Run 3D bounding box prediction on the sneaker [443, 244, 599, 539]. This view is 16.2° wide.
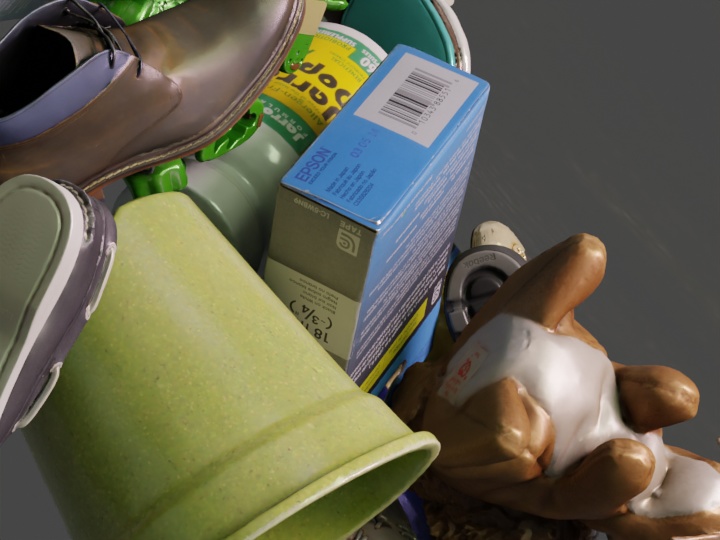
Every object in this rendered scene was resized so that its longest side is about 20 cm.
[{"bbox_3d":[0.101,0.080,1.493,0.079,0.075,0.201,-34,112,-83],"label":"sneaker"}]

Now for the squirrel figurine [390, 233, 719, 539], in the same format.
[{"bbox_3d":[0.116,0.111,1.396,0.186,0.200,0.142,37,51,-19],"label":"squirrel figurine"}]

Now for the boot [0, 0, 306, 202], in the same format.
[{"bbox_3d":[-0.112,-0.100,1.243,0.075,0.200,0.097,46,-12,24],"label":"boot"}]

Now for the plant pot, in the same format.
[{"bbox_3d":[-0.092,0.070,1.273,0.200,0.200,0.185,-18,69,-52],"label":"plant pot"}]

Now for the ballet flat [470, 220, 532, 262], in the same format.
[{"bbox_3d":[0.128,0.056,1.555,0.066,0.057,0.201,-28,89,-55],"label":"ballet flat"}]

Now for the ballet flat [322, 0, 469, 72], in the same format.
[{"bbox_3d":[0.005,-0.166,1.550,0.200,0.070,0.069,39,28,28],"label":"ballet flat"}]

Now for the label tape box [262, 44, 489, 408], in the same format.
[{"bbox_3d":[0.000,0.000,1.375,0.063,0.201,0.144,24,44,14],"label":"label tape box"}]

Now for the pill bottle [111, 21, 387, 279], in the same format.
[{"bbox_3d":[-0.057,-0.056,1.435,0.113,0.113,0.200,55,38,-7],"label":"pill bottle"}]

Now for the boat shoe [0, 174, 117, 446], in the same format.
[{"bbox_3d":[-0.180,0.048,1.195,0.074,0.201,0.060,29,5,27],"label":"boat shoe"}]

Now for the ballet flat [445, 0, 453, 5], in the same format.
[{"bbox_3d":[0.022,-0.148,1.621,0.073,0.073,0.200,44,41,-20],"label":"ballet flat"}]

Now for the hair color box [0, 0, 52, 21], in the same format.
[{"bbox_3d":[-0.183,-0.197,1.412,0.200,0.061,0.099,-15,68,-51],"label":"hair color box"}]

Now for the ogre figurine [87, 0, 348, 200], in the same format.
[{"bbox_3d":[-0.095,-0.125,1.359,0.201,0.120,0.098,-61,156,-12],"label":"ogre figurine"}]

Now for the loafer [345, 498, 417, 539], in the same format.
[{"bbox_3d":[0.017,0.178,1.405,0.072,0.063,0.201,-11,77,-42],"label":"loafer"}]

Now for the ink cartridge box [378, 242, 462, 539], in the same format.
[{"bbox_3d":[0.028,0.062,1.515,0.198,0.047,0.200,52,36,-13],"label":"ink cartridge box"}]
